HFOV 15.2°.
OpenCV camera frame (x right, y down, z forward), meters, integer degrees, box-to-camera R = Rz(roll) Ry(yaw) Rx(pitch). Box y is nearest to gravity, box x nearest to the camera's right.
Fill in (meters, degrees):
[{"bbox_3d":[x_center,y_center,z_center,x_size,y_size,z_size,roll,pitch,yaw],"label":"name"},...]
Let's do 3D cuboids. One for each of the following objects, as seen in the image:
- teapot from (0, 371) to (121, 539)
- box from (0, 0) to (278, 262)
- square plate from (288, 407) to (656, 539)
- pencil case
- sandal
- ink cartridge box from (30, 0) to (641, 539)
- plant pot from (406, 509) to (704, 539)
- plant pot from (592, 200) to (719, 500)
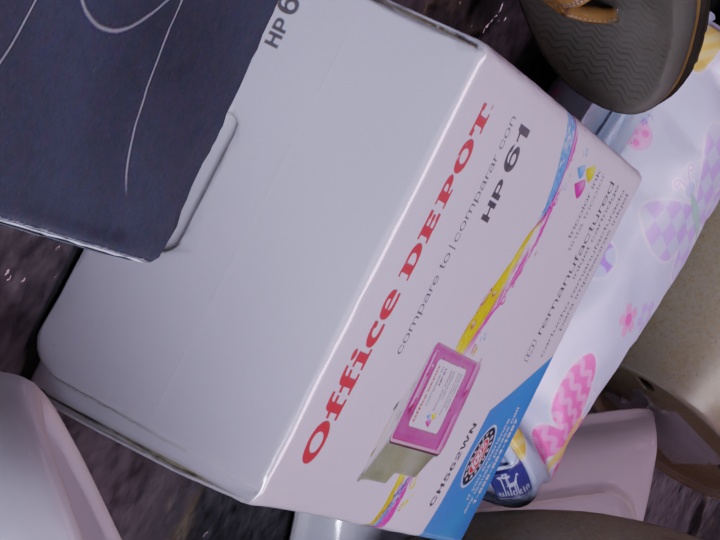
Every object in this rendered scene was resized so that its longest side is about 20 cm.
[{"bbox_3d":[-0.109,0.130,0.637,0.146,0.200,0.197,-24,-172,-3],"label":"teapot"},{"bbox_3d":[-0.078,-0.124,0.439,0.197,0.124,0.200,-63,159,3],"label":"box"},{"bbox_3d":[0.040,0.157,1.065,0.200,0.028,0.199,-3,110,-44],"label":"square plate"},{"bbox_3d":[0.073,-0.010,0.998,0.200,0.083,0.091,-54,143,-24],"label":"pencil case"},{"bbox_3d":[0.070,-0.124,0.859,0.055,0.082,0.200,-42,152,-27],"label":"sandal"},{"bbox_3d":[0.000,0.000,0.830,0.145,0.085,0.200,-64,158,1],"label":"ink cartridge box"},{"bbox_3d":[0.061,0.162,0.955,0.200,0.134,0.201,-28,138,-28],"label":"plant pot"},{"bbox_3d":[0.188,-0.004,1.160,0.200,0.187,0.187,-50,157,-17],"label":"plant pot"}]
